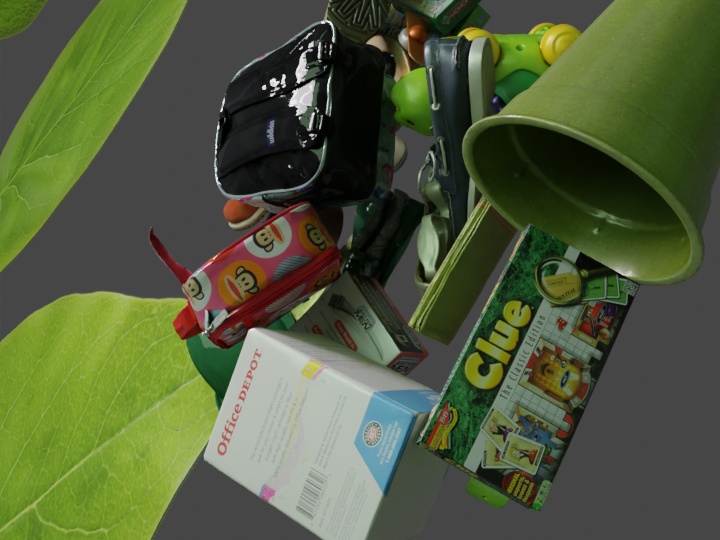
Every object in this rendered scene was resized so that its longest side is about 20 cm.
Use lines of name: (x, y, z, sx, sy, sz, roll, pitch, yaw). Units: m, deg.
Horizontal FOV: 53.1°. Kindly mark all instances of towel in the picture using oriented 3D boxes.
towel: (0.118, -0.021, 0.680, 0.018, 0.086, 0.201, 33, 93, 36)

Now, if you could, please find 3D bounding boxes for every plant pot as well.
plant pot: (0.216, -0.122, 0.571, 0.190, 0.200, 0.200, -54, 36, -12)

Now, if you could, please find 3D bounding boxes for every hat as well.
hat: (-0.199, 0.083, 0.896, 0.166, 0.176, 0.200, -59, 37, 3)

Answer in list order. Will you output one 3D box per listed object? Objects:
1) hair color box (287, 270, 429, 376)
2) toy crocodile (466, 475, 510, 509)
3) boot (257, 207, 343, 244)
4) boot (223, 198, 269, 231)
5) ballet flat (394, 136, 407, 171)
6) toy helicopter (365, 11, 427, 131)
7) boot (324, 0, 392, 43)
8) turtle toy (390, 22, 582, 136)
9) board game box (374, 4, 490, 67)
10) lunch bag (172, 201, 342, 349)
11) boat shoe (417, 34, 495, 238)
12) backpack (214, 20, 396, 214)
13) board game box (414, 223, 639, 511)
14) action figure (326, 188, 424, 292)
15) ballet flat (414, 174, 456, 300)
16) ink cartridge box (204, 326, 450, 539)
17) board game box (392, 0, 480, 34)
hair color box: (-0.038, 0.110, 0.766, 0.200, 0.064, 0.111, -46, 60, 20)
toy crocodile: (0.132, 0.098, 0.610, 0.067, 0.062, 0.201, 11, 70, 8)
boot: (-0.083, -0.067, 0.934, 0.200, 0.070, 0.147, -41, 32, 37)
boot: (-0.141, -0.128, 0.928, 0.200, 0.107, 0.075, -37, 24, 45)
ballet flat: (-0.028, -0.150, 0.931, 0.200, 0.069, 0.070, 3, 69, 49)
toy helicopter: (0.063, -0.219, 0.836, 0.200, 0.079, 0.133, 43, 121, 40)
boot: (-0.009, -0.317, 0.921, 0.176, 0.066, 0.200, -62, 9, -16)
turtle toy: (0.128, -0.187, 0.712, 0.199, 0.102, 0.146, -2, 19, 7)
board game box: (0.071, -0.311, 0.964, 0.135, 0.029, 0.200, -54, 38, 10)
lunch bag: (-0.110, 0.017, 0.734, 0.176, 0.082, 0.200, -33, -4, -10)
boat shoe: (0.088, -0.113, 0.660, 0.062, 0.201, 0.075, 8, 42, 21)
backpack: (-0.061, -0.146, 0.760, 0.199, 0.150, 0.178, -7, 75, 40)
board game box: (0.134, 0.072, 0.567, 0.201, 0.104, 0.023, -61, -5, -16)
action figure: (0.000, 0.000, 0.830, 0.118, 0.055, 0.201, 21, 87, 49)
ballet flat: (0.089, -0.057, 0.749, 0.069, 0.069, 0.201, -16, 56, 43)
ink cartridge box: (-0.030, 0.139, 0.645, 0.199, 0.125, 0.129, 24, 95, 30)
board game box: (0.139, -0.387, 0.891, 0.200, 0.029, 0.135, -44, 40, 3)
